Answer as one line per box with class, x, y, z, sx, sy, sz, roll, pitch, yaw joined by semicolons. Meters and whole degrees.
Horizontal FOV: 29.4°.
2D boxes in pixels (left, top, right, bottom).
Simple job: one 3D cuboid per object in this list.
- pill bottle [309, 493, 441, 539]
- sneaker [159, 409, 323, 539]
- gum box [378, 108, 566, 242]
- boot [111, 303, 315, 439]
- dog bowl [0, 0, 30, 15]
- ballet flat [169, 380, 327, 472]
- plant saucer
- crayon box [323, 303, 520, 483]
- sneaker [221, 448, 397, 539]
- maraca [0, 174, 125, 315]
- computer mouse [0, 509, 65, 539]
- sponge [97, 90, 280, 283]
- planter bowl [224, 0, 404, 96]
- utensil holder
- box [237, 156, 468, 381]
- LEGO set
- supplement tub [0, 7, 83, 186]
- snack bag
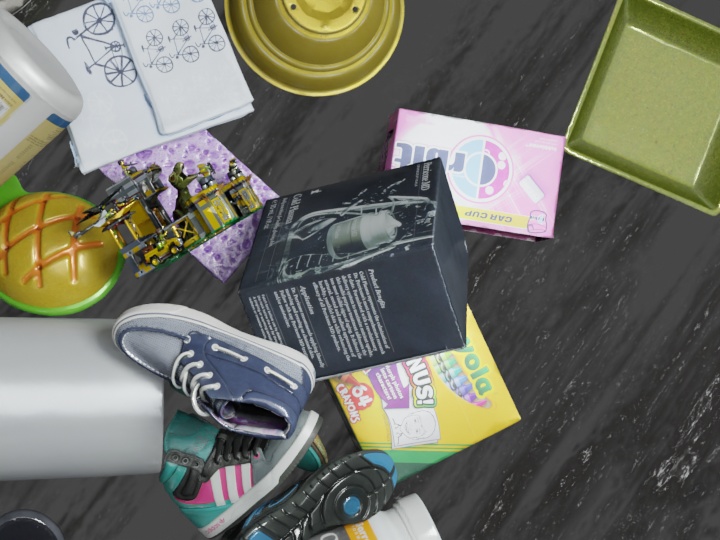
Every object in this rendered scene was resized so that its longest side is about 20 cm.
pill bottle;-0.013;0.319;1.446;0.200;0.116;0.116;-24;93;-8
sneaker;-0.139;0.182;1.416;0.121;0.084;0.200;41;117;-10
gum box;0.114;-0.103;1.497;0.200;0.066;0.114;9;86;-8
boot;-0.144;0.094;1.276;0.200;0.090;0.073;14;121;3
dog bowl;-0.415;-0.345;1.424;0.200;0.059;0.200;0;89;-9
ballet flat;-0.110;0.139;1.465;0.200;0.071;0.071;33;84;-9
plant saucer;0.343;-0.187;1.545;0.200;0.048;0.200;22;86;-8
crayon box;0.052;0.109;1.489;0.172;0.058;0.200;-26;93;-8
sneaker;-0.055;0.240;1.414;0.200;0.082;0.073;-26;102;-24
maraca;-0.337;-0.028;1.410;0.200;0.107;0.137;26;62;15
computer mouse;-0.354;0.337;1.429;0.138;0.053;0.200;2;101;-11
sponge;-0.183;-0.093;1.470;0.200;0.030;0.112;43;83;-6
planter bowl;-0.043;-0.292;1.468;0.200;0.083;0.201;0;89;-9
utensil holder;-0.301;0.129;1.379;0.200;0.170;0.170;1;89;-10
box;0.000;0.000;1.373;0.196;0.200;0.124;-12;118;11
LEGO set;-0.190;-0.076;1.368;0.154;0.200;0.116;-30;93;17
supplement tub;-0.394;-0.152;1.370;0.200;0.145;0.145;-41;95;5
snack bag;-0.236;-0.219;1.445;0.200;0.021;0.189;-21;78;-6
